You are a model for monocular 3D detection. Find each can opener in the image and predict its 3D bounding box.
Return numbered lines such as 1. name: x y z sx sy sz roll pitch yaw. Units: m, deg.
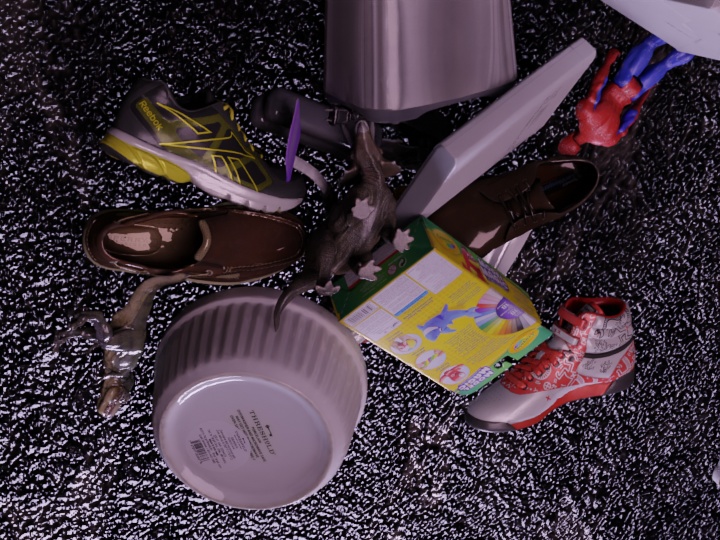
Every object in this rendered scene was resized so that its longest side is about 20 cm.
1. can opener: -0.003 -0.135 1.410 0.200 0.053 0.067 18 74 -30

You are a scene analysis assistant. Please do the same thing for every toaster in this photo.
1. toaster: 0.044 -0.208 1.338 0.200 0.114 0.129 -17 118 -30

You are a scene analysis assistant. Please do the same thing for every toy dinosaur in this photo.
1. toy dinosaur: -0.010 -0.029 1.350 0.077 0.102 0.200 21 105 -17
2. toy dinosaur: -0.224 0.056 1.380 0.088 0.047 0.200 6 139 -24

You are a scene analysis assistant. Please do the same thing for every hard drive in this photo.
1. hard drive: 0.118 -0.121 1.388 0.200 0.027 0.132 -39 171 -32

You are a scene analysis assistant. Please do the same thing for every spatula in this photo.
1. spatula: -0.041 -0.080 1.380 0.021 0.057 0.200 3 155 18

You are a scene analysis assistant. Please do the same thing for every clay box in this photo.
1. clay box: 0.078 0.038 1.423 0.115 0.048 0.200 -37 137 19

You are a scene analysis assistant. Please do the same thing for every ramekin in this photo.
1. ramekin: -0.095 0.125 1.410 0.200 0.105 0.200 3 125 4

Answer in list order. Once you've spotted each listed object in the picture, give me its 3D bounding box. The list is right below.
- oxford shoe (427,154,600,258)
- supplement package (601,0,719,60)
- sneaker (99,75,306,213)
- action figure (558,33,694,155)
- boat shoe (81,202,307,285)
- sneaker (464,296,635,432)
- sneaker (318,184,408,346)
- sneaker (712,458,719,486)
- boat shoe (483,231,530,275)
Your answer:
1. oxford shoe: 0.133 -0.061 1.432 0.200 0.084 0.073 -29 94 -18
2. supplement package: 0.324 -0.301 1.354 0.191 0.147 0.200 18 93 -49
3. sneaker: -0.123 -0.108 1.344 0.200 0.074 0.085 16 97 -37
4. action figure: 0.262 -0.184 1.496 0.200 0.052 0.065 -47 120 -4
5. boat shoe: -0.139 -0.021 1.361 0.202 0.075 0.075 -4 94 -17
6. sneaker: 0.194 0.089 1.597 0.201 0.067 0.108 -16 120 -21
7. sneaker: 0.000 0.000 1.463 0.200 0.078 0.082 -47 121 -8
8. sneaker: 0.493 0.231 1.799 0.199 0.079 0.130 14 110 -29
9. boat shoe: 0.098 0.005 1.509 0.068 0.072 0.200 23 106 -23
